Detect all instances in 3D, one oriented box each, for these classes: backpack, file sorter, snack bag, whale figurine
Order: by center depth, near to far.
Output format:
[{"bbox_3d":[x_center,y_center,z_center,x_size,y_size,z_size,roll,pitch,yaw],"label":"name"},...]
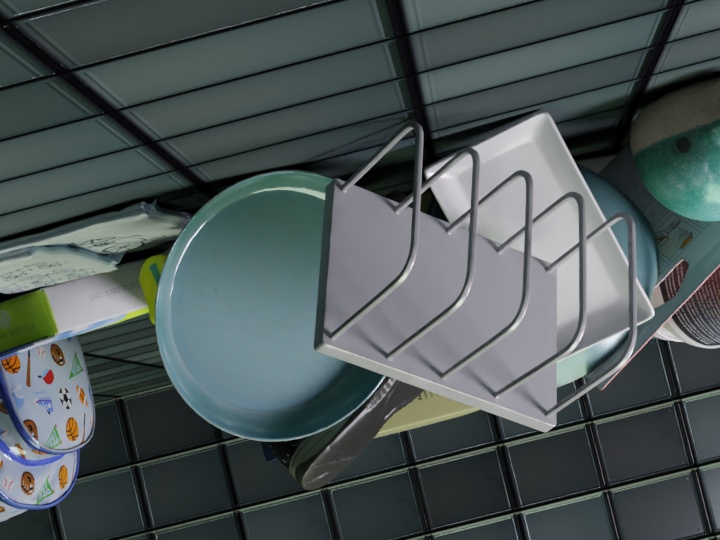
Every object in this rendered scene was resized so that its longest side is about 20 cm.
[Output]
[{"bbox_3d":[0.086,0.003,1.442,0.199,0.140,0.124,21,144,-25],"label":"file sorter"},{"bbox_3d":[-0.220,-0.014,1.557,0.198,0.022,0.188,-15,174,12],"label":"snack bag"},{"bbox_3d":[0.310,-0.102,1.576,0.198,0.105,0.159,-16,174,19],"label":"whale figurine"},{"bbox_3d":[-0.327,0.130,1.840,0.153,0.192,0.199,-13,178,30],"label":"backpack"}]

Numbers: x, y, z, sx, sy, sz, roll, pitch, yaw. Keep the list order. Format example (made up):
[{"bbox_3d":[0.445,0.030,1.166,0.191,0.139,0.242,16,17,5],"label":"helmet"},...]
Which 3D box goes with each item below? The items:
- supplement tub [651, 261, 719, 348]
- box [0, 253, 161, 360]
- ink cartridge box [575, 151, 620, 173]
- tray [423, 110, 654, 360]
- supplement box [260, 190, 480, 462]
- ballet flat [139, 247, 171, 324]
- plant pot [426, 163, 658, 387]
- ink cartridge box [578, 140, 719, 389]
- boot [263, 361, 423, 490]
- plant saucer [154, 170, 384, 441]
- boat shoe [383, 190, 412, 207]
[{"bbox_3d":[0.335,-0.005,1.762,0.139,0.142,0.199,-10,-178,-36],"label":"supplement tub"},{"bbox_3d":[-0.246,0.033,1.750,0.121,0.048,0.199,-18,179,41],"label":"box"},{"bbox_3d":[0.247,-0.064,1.930,0.198,0.087,0.146,-13,175,-21],"label":"ink cartridge box"},{"bbox_3d":[0.138,-0.024,1.563,0.107,0.201,0.022,-25,-154,14],"label":"tray"},{"bbox_3d":[-0.004,0.051,1.834,0.198,0.202,0.134,-13,175,-14],"label":"supplement box"},{"bbox_3d":[-0.142,0.014,1.702,0.067,0.067,0.200,-32,174,6],"label":"ballet flat"},{"bbox_3d":[0.126,-0.019,1.672,0.199,0.201,0.135,-17,139,28],"label":"plant pot"},{"bbox_3d":[0.226,-0.003,1.712,0.200,0.174,0.044,-46,133,-2],"label":"ink cartridge box"},{"bbox_3d":[-0.025,0.055,1.598,0.204,0.153,0.074,-45,154,-17],"label":"boot"},{"bbox_3d":[-0.060,0.025,1.500,0.198,0.202,0.027,-12,-166,-20],"label":"plant saucer"},{"bbox_3d":[0.000,0.000,1.671,0.076,0.072,0.200,-49,-171,-26],"label":"boat shoe"}]
